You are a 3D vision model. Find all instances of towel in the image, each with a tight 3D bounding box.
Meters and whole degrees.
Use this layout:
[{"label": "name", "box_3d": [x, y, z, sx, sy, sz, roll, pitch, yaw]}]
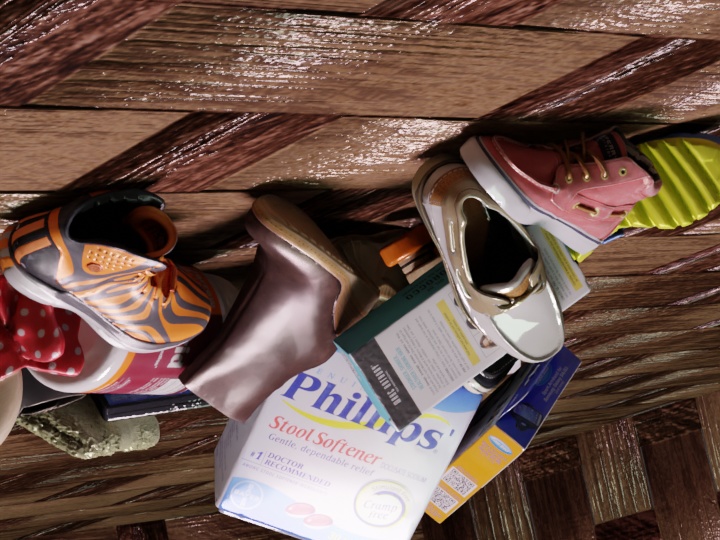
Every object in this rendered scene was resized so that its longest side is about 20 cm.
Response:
[{"label": "towel", "box_3d": [-0.282, 0.105, 1.816, 0.199, 0.037, 0.148, 30, -170, 18]}]

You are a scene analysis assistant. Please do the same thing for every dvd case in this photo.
[{"label": "dvd case", "box_3d": [-0.184, 0.081, 1.854, 0.141, 0.018, 0.200, -8, -158, -18]}]

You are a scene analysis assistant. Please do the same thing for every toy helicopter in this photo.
[{"label": "toy helicopter", "box_3d": [0.106, -0.023, 1.818, 0.132, 0.079, 0.200, -32, 177, 16]}]

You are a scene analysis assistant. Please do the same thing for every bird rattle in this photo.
[{"label": "bird rattle", "box_3d": [-0.311, 0.071, 1.560, 0.198, 0.165, 0.113, 10, 179, -14]}]

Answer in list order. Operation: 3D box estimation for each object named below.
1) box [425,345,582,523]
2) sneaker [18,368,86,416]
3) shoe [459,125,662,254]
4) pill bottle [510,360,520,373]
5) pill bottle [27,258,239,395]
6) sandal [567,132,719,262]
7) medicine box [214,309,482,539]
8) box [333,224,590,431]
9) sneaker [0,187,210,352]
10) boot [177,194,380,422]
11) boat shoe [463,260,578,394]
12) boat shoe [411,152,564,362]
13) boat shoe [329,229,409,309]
[{"label": "box", "box_3d": [0.127, 0.141, 1.860, 0.119, 0.041, 0.200, -52, -176, -37]}, {"label": "sneaker", "box_3d": [-0.327, 0.074, 1.699, 0.198, 0.107, 0.075, -11, 169, -8]}, {"label": "shoe", "box_3d": [0.158, -0.079, 1.583, 0.091, 0.072, 0.200, -40, 147, 17]}, {"label": "pill bottle", "box_3d": [0.064, 0.085, 2.182, 0.198, 0.113, 0.112, -11, 169, -6]}, {"label": "pill bottle", "box_3d": [-0.182, 0.045, 1.695, 0.113, 0.115, 0.199, -17, 168, 27]}, {"label": "sandal", "box_3d": [0.224, -0.067, 1.718, 0.199, 0.080, 0.087, -19, -170, 28]}, {"label": "medicine box", "box_3d": [-0.014, 0.138, 1.855, 0.181, 0.201, 0.103, 20, -158, -13]}, {"label": "box", "box_3d": [0.083, 0.036, 1.673, 0.199, 0.083, 0.049, -35, -160, -7]}, {"label": "sneaker", "box_3d": [-0.161, 0.001, 1.522, 0.111, 0.078, 0.199, -22, 153, 35]}, {"label": "boot", "box_3d": [-0.080, 0.038, 1.641, 0.166, 0.072, 0.200, -41, 146, 4]}, {"label": "boat shoe", "box_3d": [0.137, 0.036, 1.833, 0.062, 0.075, 0.200, -30, -168, 43]}, {"label": "boat shoe", "box_3d": [0.106, 0.002, 1.599, 0.075, 0.200, 0.068, -38, -150, -3]}, {"label": "boat shoe", "box_3d": [0.000, 0.000, 1.813, 0.066, 0.075, 0.199, -4, 172, 29]}]
